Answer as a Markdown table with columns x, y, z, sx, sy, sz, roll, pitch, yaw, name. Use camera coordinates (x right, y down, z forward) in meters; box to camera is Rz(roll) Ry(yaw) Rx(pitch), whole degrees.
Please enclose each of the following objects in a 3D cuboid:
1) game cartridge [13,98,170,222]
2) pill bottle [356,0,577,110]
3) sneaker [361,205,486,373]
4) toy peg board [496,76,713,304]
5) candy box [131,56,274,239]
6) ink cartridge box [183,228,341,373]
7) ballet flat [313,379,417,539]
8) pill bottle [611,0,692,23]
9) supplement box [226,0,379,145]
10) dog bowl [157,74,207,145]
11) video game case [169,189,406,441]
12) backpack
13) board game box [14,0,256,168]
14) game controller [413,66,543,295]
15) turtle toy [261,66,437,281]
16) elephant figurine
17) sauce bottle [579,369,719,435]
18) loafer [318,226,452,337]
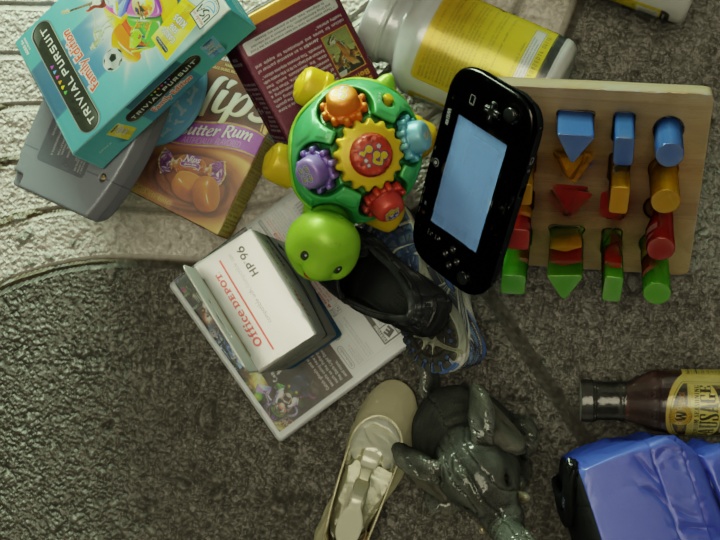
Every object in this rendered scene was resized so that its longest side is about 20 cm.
| x | y | z | sx | sy | sz | roll | pitch | yaw | name |
| --- | --- | --- | --- | --- | --- | --- | --- | --- | --- |
| -0.250 | -0.153 | 1.196 | 0.133 | 0.040 | 0.200 | 23 | 90 | 33 | game cartridge |
| 0.100 | -0.209 | 1.203 | 0.200 | 0.112 | 0.112 | 25 | 91 | 8 | pill bottle |
| 0.063 | 0.017 | 1.222 | 0.077 | 0.085 | 0.200 | -38 | 60 | 29 | sneaker |
| 0.213 | -0.063 | 1.135 | 0.199 | 0.098 | 0.200 | 4 | 127 | 8 | toy peg board |
| -0.146 | -0.147 | 1.265 | 0.116 | 0.056 | 0.200 | 26 | 89 | 10 | candy box |
| -0.087 | 0.030 | 1.151 | 0.068 | 0.200 | 0.116 | -33 | 84 | 5 | ink cartridge box |
| 0.007 | 0.205 | 1.219 | 0.069 | 0.069 | 0.201 | 19 | 89 | 9 | ballet flat |
| 0.237 | -0.322 | 1.190 | 0.200 | 0.111 | 0.112 | 22 | 90 | 8 | pill bottle |
| -0.042 | -0.170 | 1.194 | 0.110 | 0.086 | 0.200 | -31 | 104 | -9 | supplement box |
| -0.245 | -0.206 | 1.253 | 0.200 | 0.050 | 0.112 | 34 | 95 | 30 | dog bowl |
| -0.067 | 0.041 | 1.261 | 0.182 | 0.023 | 0.200 | -37 | 83 | 4 | video game case |
| 0.265 | 0.227 | 1.115 | 0.167 | 0.200 | 0.163 | -12 | 83 | -2 | backpack |
| -0.213 | -0.218 | 1.143 | 0.200 | 0.047 | 0.151 | -40 | 63 | 14 | board game box |
| 0.101 | -0.079 | 1.107 | 0.104 | 0.042 | 0.200 | 33 | 125 | 29 | game controller |
| -0.010 | -0.085 | 1.117 | 0.145 | 0.101 | 0.200 | 22 | 92 | -17 | turtle toy |
| 0.103 | 0.173 | 1.138 | 0.155 | 0.200 | 0.142 | 13 | 89 | 9 | elephant figurine |
| 0.310 | 0.127 | 1.180 | 0.199 | 0.066 | 0.066 | -2 | 87 | 9 | sauce bottle |
| 0.000 | 0.000 | 1.174 | 0.200 | 0.070 | 0.068 | 32 | 100 | 38 | loafer |
